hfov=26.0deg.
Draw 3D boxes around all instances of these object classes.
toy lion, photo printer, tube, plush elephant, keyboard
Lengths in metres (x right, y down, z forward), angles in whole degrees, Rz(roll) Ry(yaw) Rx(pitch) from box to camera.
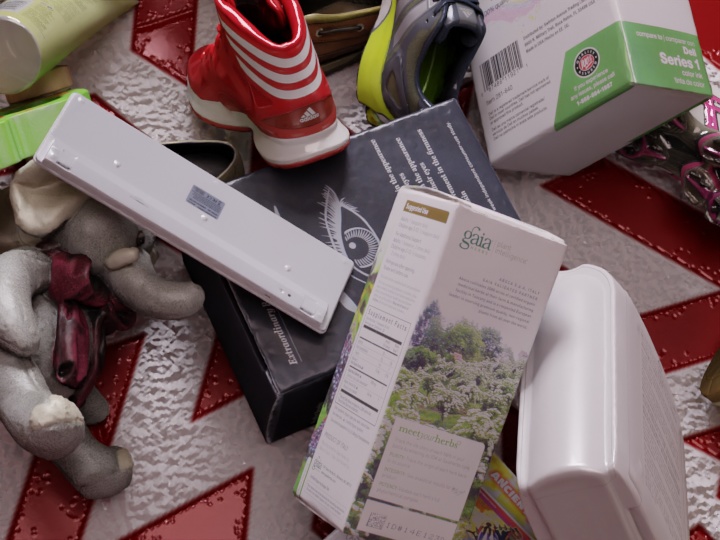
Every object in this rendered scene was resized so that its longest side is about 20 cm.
[{"bbox_3d":[-0.258,-0.072,0.967,0.199,0.192,0.069,-19,102,-15],"label":"toy lion"},{"bbox_3d":[0.149,0.106,0.941,0.069,0.167,0.200,-15,35,20],"label":"photo printer"},{"bbox_3d":[-0.208,-0.169,1.050,0.052,0.200,0.058,-29,107,17],"label":"tube"},{"bbox_3d":[-0.172,0.018,0.954,0.155,0.165,0.200,-41,66,-9],"label":"plush elephant"},{"bbox_3d":[-0.096,-0.034,0.927,0.200,0.011,0.056,32,50,-12],"label":"keyboard"}]

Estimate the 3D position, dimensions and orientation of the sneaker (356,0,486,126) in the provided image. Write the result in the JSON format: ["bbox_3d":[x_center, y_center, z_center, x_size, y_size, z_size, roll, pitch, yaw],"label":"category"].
[{"bbox_3d":[0.055,-0.191,1.070,0.074,0.081,0.201,-2,103,-36],"label":"sneaker"}]

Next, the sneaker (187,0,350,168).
[{"bbox_3d":[-0.069,-0.150,1.023,0.078,0.116,0.200,-23,29,-22],"label":"sneaker"}]

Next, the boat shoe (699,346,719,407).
[{"bbox_3d":[0.308,0.029,1.072,0.066,0.074,0.200,41,69,-3],"label":"boat shoe"}]

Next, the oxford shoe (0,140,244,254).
[{"bbox_3d":[-0.173,-0.053,1.035,0.199,0.075,0.071,-17,70,-14],"label":"oxford shoe"}]

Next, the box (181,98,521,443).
[{"bbox_3d":[0.000,0.000,1.019,0.199,0.104,0.148,-20,71,-15],"label":"box"}]

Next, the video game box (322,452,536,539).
[{"bbox_3d":[0.062,0.224,0.962,0.182,0.047,0.200,-37,76,-18],"label":"video game box"}]

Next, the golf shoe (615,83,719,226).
[{"bbox_3d":[0.234,-0.103,1.125,0.200,0.073,0.092,46,33,20],"label":"golf shoe"}]

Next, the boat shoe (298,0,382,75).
[{"bbox_3d":[0.022,-0.205,1.132,0.200,0.068,0.072,-35,73,-21],"label":"boat shoe"}]

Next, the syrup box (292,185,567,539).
[{"bbox_3d":[0.039,0.058,0.912,0.078,0.081,0.201,19,90,-25],"label":"syrup box"}]

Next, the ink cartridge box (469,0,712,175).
[{"bbox_3d":[0.144,-0.186,1.078,0.084,0.145,0.201,3,70,-37],"label":"ink cartridge box"}]
